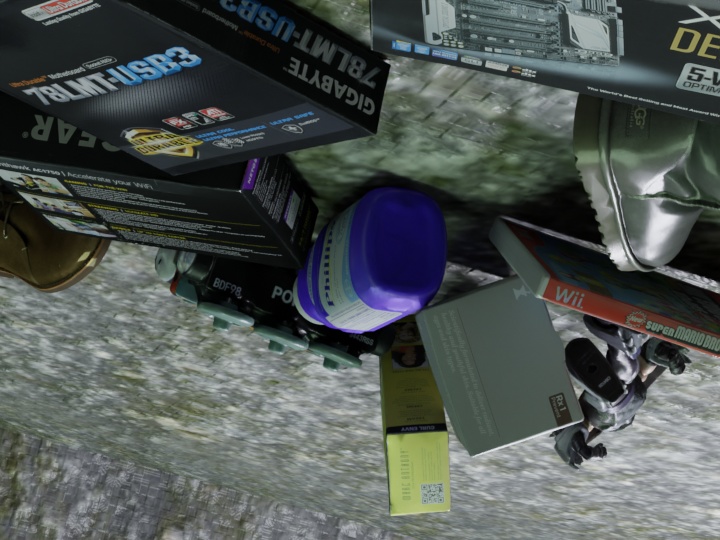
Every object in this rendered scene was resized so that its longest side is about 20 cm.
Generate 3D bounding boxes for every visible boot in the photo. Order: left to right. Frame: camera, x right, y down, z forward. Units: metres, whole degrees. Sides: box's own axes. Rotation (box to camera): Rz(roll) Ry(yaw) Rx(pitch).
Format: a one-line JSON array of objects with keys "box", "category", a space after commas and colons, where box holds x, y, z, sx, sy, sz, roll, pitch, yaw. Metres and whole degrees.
[{"box": [-0.270, -0.032, 1.339, 0.199, 0.074, 0.075, 1, 152, 46], "category": "boot"}, {"box": [0.221, -0.043, 0.868, 0.198, 0.073, 0.182, 0, 164, 20], "category": "boot"}]

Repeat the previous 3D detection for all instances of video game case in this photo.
[{"box": [0.188, 0.020, 1.074, 0.198, 0.018, 0.143, 18, -167, -12], "category": "video game case"}]

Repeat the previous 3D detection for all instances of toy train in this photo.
[{"box": [-0.068, 0.021, 1.329, 0.199, 0.086, 0.114, 22, 173, -30], "category": "toy train"}]

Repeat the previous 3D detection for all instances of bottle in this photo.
[{"box": [0.000, 0.000, 1.171, 0.065, 0.084, 0.200, 6, 169, -17], "category": "bottle"}]

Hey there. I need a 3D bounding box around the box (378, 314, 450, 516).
[{"box": [0.041, 0.111, 1.344, 0.050, 0.076, 0.200, -4, -156, 0], "category": "box"}]

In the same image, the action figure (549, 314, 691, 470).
[{"box": [0.192, 0.088, 1.274, 0.069, 0.130, 0.200, 34, 169, 23], "category": "action figure"}]

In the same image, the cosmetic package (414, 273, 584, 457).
[{"box": [0.092, 0.064, 1.169, 0.089, 0.108, 0.200, -19, 176, 2], "category": "cosmetic package"}]

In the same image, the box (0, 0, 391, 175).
[{"box": [-0.120, -0.118, 0.910, 0.198, 0.050, 0.199, 24, 162, -38], "category": "box"}]

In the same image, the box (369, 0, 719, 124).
[{"box": [0.104, -0.122, 0.683, 0.198, 0.050, 0.158, 13, 165, 3], "category": "box"}]

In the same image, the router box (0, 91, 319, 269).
[{"box": [-0.142, -0.060, 1.134, 0.198, 0.052, 0.149, 9, 163, 17], "category": "router box"}]
